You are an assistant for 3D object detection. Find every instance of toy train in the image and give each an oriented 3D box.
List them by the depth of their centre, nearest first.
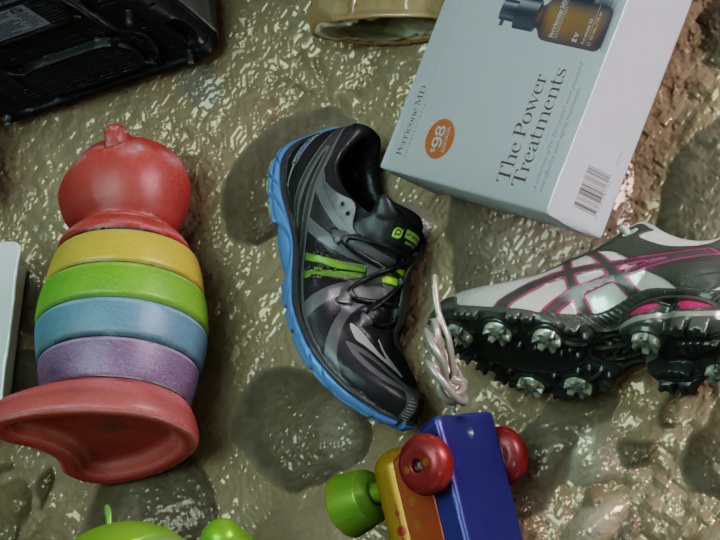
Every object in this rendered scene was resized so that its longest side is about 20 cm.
[{"bbox_3d":[0.027,0.114,1.630,0.116,0.085,0.201,-22,77,38],"label":"toy train"}]

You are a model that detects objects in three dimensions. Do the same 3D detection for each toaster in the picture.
[{"bbox_3d":[-0.196,-0.189,1.806,0.200,0.181,0.119,-16,66,27],"label":"toaster"}]

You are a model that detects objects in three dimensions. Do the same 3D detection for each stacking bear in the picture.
[{"bbox_3d":[-0.147,0.012,1.764,0.113,0.121,0.200,-13,61,29],"label":"stacking bear"}]

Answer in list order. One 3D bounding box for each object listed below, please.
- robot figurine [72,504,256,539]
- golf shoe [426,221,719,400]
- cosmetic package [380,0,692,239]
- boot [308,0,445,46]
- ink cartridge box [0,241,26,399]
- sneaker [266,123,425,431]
[{"bbox_3d":[-0.114,0.225,1.668,0.176,0.116,0.200,-48,57,3],"label":"robot figurine"},{"bbox_3d":[0.136,0.021,1.624,0.200,0.077,0.088,0,53,30],"label":"golf shoe"},{"bbox_3d":[0.108,-0.131,1.661,0.151,0.052,0.200,17,85,52],"label":"cosmetic package"},{"bbox_3d":[-0.013,-0.239,1.785,0.175,0.066,0.201,-3,75,30],"label":"boot"},{"bbox_3d":[-0.284,0.047,1.853,0.200,0.067,0.117,-3,73,31],"label":"ink cartridge box"},{"bbox_3d":[0.000,0.000,1.698,0.083,0.071,0.200,-29,59,27],"label":"sneaker"}]
